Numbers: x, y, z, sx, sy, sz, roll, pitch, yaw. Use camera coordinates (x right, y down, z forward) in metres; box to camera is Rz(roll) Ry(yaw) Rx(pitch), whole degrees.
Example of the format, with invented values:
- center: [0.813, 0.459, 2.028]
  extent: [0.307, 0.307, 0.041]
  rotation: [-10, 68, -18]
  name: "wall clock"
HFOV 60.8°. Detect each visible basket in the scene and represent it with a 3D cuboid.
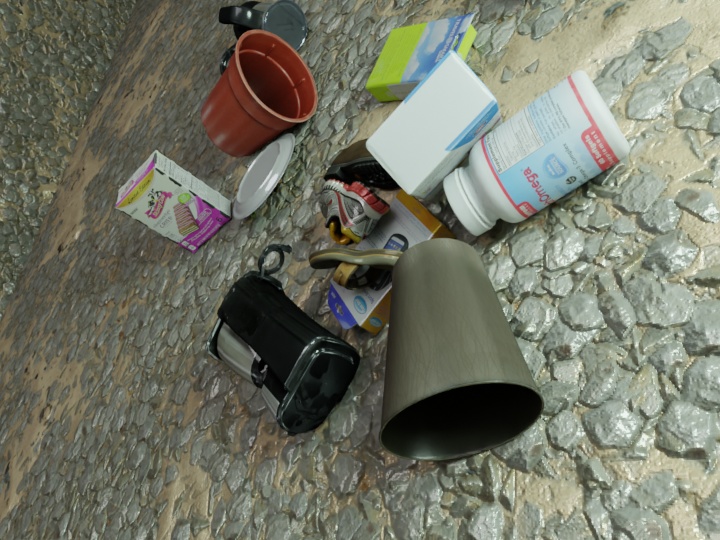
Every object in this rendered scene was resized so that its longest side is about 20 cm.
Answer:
- center: [0.096, 0.076, 0.675]
  extent: [0.178, 0.135, 0.204]
  rotation: [-29, 42, 29]
  name: "basket"

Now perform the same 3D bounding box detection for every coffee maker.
- center: [-0.105, 0.091, 0.850]
  extent: [0.198, 0.132, 0.197]
  rotation: [29, 115, 41]
  name: "coffee maker"

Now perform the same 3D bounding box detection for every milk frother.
- center: [-0.243, -0.538, 1.478]
  extent: [0.187, 0.177, 0.206]
  rotation: [30, 130, 52]
  name: "milk frother"

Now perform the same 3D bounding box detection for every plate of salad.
- center: [-0.187, -0.182, 1.221]
  extent: [0.199, 0.048, 0.203]
  rotation: [-38, 33, 30]
  name: "plate of salad"

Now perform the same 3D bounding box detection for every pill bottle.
- center: [0.198, -0.127, 0.716]
  extent: [0.198, 0.108, 0.111]
  rotation: [-33, 44, 28]
  name: "pill bottle"

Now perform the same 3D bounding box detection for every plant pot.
- center: [-0.221, -0.346, 1.271]
  extent: [0.193, 0.198, 0.206]
  rotation: [-29, 45, 41]
  name: "plant pot"

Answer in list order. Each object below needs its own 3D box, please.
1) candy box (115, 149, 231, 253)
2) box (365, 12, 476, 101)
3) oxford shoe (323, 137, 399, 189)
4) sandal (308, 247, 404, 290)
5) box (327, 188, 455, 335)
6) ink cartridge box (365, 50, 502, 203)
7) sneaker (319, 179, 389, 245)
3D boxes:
- center: [-0.387, -0.138, 1.285]
  extent: [0.135, 0.199, 0.062]
  rotation: [-37, 42, 23]
  name: "candy box"
- center: [0.104, -0.349, 1.018]
  extent: [0.198, 0.047, 0.125]
  rotation: [14, 76, 50]
  name: "box"
- center: [0.020, -0.178, 0.975]
  extent: [0.197, 0.072, 0.086]
  rotation: [8, 66, 48]
  name: "oxford shoe"
- center: [0.000, 0.000, 0.824]
  extent: [0.197, 0.079, 0.056]
  rotation: [4, 88, 44]
  name: "sandal"
- center: [0.034, -0.006, 0.869]
  extent: [0.202, 0.041, 0.119]
  rotation: [-52, 38, 11]
  name: "box"
- center: [0.103, -0.170, 0.778]
  extent: [0.145, 0.200, 0.085]
  rotation: [-45, 82, 14]
  name: "ink cartridge box"
- center: [-0.029, -0.086, 0.928]
  extent: [0.083, 0.077, 0.199]
  rotation: [-56, 17, -5]
  name: "sneaker"
